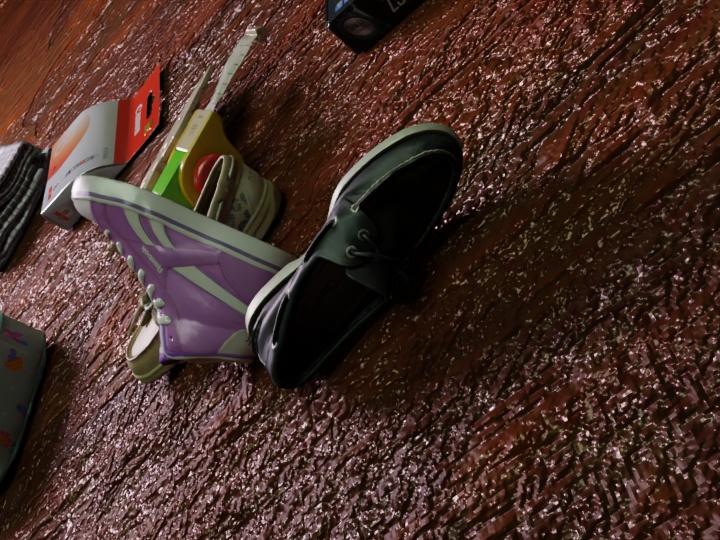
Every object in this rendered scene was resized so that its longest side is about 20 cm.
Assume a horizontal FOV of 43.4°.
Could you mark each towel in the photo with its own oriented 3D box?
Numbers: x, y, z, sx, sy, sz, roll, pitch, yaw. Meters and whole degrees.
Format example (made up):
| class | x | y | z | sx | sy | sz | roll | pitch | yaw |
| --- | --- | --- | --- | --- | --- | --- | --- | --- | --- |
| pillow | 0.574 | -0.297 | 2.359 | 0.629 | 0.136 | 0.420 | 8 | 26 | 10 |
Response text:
| class | x | y | z | sx | sy | sz | roll | pitch | yaw |
| --- | --- | --- | --- | --- | --- | --- | --- | --- | --- |
| towel | -0.551 | -0.102 | 1.357 | 0.164 | 0.085 | 0.203 | -1 | 61 | 51 |

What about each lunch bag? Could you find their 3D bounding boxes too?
| class | x | y | z | sx | sy | sz | roll | pitch | yaw |
| --- | --- | --- | --- | --- | --- | --- | --- | --- | --- |
| lunch bag | -0.420 | 0.158 | 0.969 | 0.159 | 0.077 | 0.203 | -29 | 42 | 35 |

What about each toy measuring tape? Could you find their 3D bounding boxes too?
| class | x | y | z | sx | sy | sz | roll | pitch | yaw |
| --- | --- | --- | --- | --- | --- | --- | --- | --- | --- |
| toy measuring tape | -0.121 | -0.120 | 0.825 | 0.073 | 0.073 | 0.203 | 18 | 78 | 56 |

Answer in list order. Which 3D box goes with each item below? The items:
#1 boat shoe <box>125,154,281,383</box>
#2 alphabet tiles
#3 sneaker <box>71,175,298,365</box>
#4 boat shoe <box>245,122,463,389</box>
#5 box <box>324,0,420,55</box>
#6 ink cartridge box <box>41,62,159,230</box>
| class | x | y | z | sx | sy | sz | roll | pitch | yaw |
| --- | --- | --- | --- | --- | --- | --- | --- | --- | --- |
| boat shoe | -0.145 | -0.001 | 0.759 | 0.202 | 0.062 | 0.073 | -58 | 34 | -1 |
| alphabet tiles | -0.202 | -0.110 | 0.923 | 0.196 | 0.014 | 0.202 | -47 | 21 | 39 |
| sneaker | -0.153 | 0.005 | 0.685 | 0.197 | 0.073 | 0.116 | 24 | 88 | 18 |
| boat shoe | -0.002 | -0.001 | 0.564 | 0.199 | 0.074 | 0.067 | -43 | 37 | 21 |
| box | 0.051 | -0.305 | 0.782 | 0.199 | 0.043 | 0.163 | -34 | 39 | 31 |
| ink cartridge box | -0.334 | -0.171 | 1.166 | 0.200 | 0.050 | 0.164 | -45 | 34 | 23 |
